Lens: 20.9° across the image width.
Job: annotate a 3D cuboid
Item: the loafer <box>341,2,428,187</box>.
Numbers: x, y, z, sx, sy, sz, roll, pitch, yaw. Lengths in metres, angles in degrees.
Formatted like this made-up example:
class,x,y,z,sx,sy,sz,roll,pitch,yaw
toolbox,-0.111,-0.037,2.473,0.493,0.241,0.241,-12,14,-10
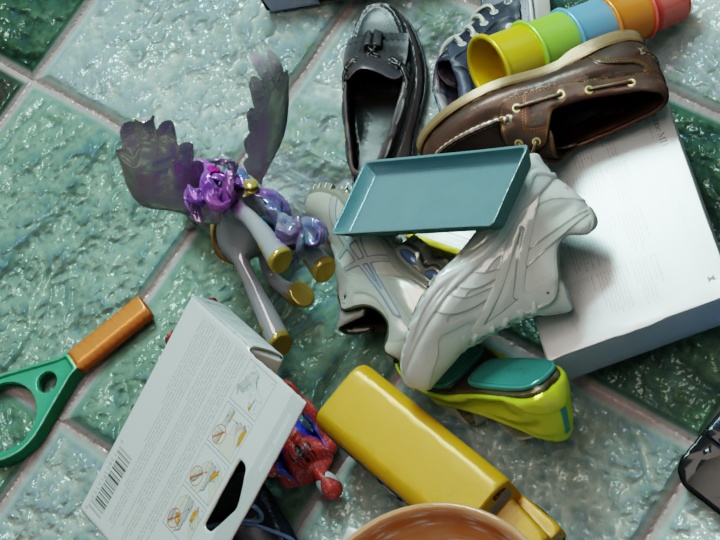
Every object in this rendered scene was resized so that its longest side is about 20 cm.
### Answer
class,x,y,z,sx,sy,sz,roll,pitch,yaw
loafer,0.017,-0.149,1.672,0.071,0.063,0.201,-7,63,17

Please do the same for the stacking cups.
class,x,y,z,sx,sy,sz,roll,pitch,yaw
stacking cups,0.184,-0.194,1.587,0.199,0.061,0.061,-23,56,-23

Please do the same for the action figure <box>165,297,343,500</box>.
class,x,y,z,sx,sy,sz,roll,pitch,yaw
action figure,-0.084,0.103,1.564,0.065,0.099,0.200,-42,69,-3

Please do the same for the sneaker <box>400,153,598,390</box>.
class,x,y,z,sx,sy,sz,roll,pitch,yaw
sneaker,0.107,0.017,1.470,0.099,0.078,0.201,35,97,6

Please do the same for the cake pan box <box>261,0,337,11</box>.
class,x,y,z,sx,sy,sz,roll,pitch,yaw
cake pan box,-0.002,-0.334,1.777,0.183,0.052,0.201,-5,64,21

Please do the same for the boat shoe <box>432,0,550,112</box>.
class,x,y,z,sx,sy,sz,roll,pitch,yaw
boat shoe,0.106,-0.195,1.633,0.092,0.075,0.201,5,59,-21

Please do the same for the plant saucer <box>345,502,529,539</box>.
class,x,y,z,sx,sy,sz,roll,pitch,yaw
plant saucer,0.052,0.262,1.346,0.199,0.037,0.202,-7,68,19

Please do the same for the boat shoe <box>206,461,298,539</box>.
class,x,y,z,sx,sy,sz,roll,pitch,yaw
boat shoe,-0.110,0.189,1.554,0.084,0.069,0.200,-37,58,1

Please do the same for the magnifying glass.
class,x,y,z,sx,sy,sz,roll,pitch,yaw
magnifying glass,-0.262,0.093,1.686,0.200,0.022,0.080,-38,58,-1

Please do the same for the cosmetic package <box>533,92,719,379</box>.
class,x,y,z,sx,sy,sz,roll,pitch,yaw
cosmetic package,0.195,-0.032,1.526,0.150,0.052,0.201,-21,61,14

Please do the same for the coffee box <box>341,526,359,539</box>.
class,x,y,z,sx,sy,sz,roll,pitch,yaw
coffee box,0.076,0.270,1.419,0.199,0.114,0.080,18,73,28

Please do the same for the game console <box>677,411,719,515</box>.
class,x,y,z,sx,sy,sz,roll,pitch,yaw
game console,0.341,0.106,1.397,0.176,0.116,0.200,38,82,30

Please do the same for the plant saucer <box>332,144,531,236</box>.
class,x,y,z,sx,sy,sz,roll,pitch,yaw
plant saucer,0.054,-0.057,1.489,0.199,0.019,0.070,-2,58,54

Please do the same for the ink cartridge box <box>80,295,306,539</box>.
class,x,y,z,sx,sy,sz,roll,pitch,yaw
ink cartridge box,-0.119,0.146,1.501,0.173,0.043,0.201,38,103,44

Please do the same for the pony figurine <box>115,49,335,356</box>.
class,x,y,z,sx,sy,sz,roll,pitch,yaw
pony figurine,-0.103,-0.056,1.605,0.166,0.194,0.200,-25,52,-24

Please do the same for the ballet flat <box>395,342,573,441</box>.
class,x,y,z,sx,sy,sz,roll,pitch,yaw
ballet flat,0.096,0.094,1.516,0.067,0.067,0.200,-39,26,-23

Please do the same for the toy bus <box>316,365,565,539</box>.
class,x,y,z,sx,sy,sz,roll,pitch,yaw
toy bus,0.061,0.159,1.498,0.200,0.078,0.065,38,83,31

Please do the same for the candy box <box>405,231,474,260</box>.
class,x,y,z,sx,sy,sz,roll,pitch,yaw
candy box,0.144,-0.037,1.592,0.199,0.026,0.103,20,72,27

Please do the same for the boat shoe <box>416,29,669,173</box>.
class,x,y,z,sx,sy,sz,roll,pitch,yaw
boat shoe,0.141,-0.117,1.516,0.199,0.070,0.071,-27,55,8

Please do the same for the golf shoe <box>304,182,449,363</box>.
class,x,y,z,sx,sy,sz,roll,pitch,yaw
golf shoe,0.000,0.000,1.588,0.097,0.078,0.200,-49,45,-3
